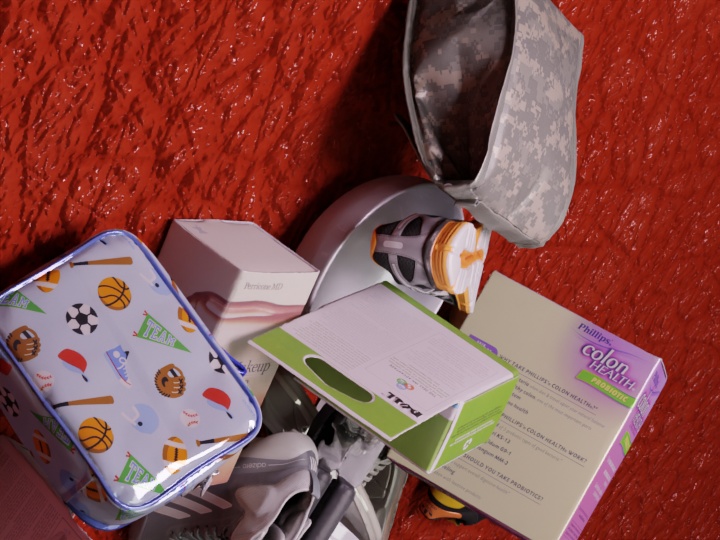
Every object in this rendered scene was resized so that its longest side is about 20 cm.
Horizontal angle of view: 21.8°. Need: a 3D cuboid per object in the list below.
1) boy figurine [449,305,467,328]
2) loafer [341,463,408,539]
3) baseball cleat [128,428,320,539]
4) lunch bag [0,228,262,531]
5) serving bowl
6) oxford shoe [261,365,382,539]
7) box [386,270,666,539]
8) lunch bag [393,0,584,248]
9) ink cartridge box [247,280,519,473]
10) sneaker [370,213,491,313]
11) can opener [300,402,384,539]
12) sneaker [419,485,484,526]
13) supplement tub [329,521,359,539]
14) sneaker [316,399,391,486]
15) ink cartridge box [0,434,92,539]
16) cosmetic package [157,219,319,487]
[{"bbox_3d":[0.105,0.111,1.859,0.124,0.064,0.200,-19,136,-39],"label":"boy figurine"},{"bbox_3d":[0.005,0.254,1.853,0.063,0.072,0.200,-8,122,-59],"label":"loafer"},{"bbox_3d":[-0.117,0.208,1.545,0.200,0.107,0.070,-37,130,26],"label":"baseball cleat"},{"bbox_3d":[-0.170,0.079,1.332,0.160,0.200,0.076,-33,176,-36],"label":"lunch bag"},{"bbox_3d":[0.000,0.000,1.610,0.200,0.066,0.200,-34,143,-31],"label":"serving bowl"},{"bbox_3d":[-0.042,0.170,1.662,0.058,0.075,0.200,-35,117,-6],"label":"oxford shoe"},{"bbox_3d":[0.154,0.134,1.706,0.200,0.176,0.097,-60,162,-6],"label":"box"},{"bbox_3d":[0.105,-0.128,1.525,0.164,0.117,0.201,33,58,-58],"label":"lunch bag"},{"bbox_3d":[0.010,0.094,1.480,0.200,0.148,0.076,-21,139,-54],"label":"ink cartridge box"},{"bbox_3d":[0.062,-0.013,1.557,0.200,0.077,0.078,38,62,-76],"label":"sneaker"},{"bbox_3d":[-0.038,0.185,1.587,0.053,0.067,0.200,36,81,-24],"label":"can opener"},{"bbox_3d":[0.132,0.237,2.020,0.090,0.070,0.200,-48,151,17],"label":"sneaker"},{"bbox_3d":[-0.106,0.283,1.651,0.200,0.145,0.145,-50,148,-9],"label":"supplement tub"},{"bbox_3d":[-0.009,0.168,1.740,0.076,0.080,0.200,-6,125,-53],"label":"sneaker"},{"bbox_3d":[-0.254,0.232,1.353,0.050,0.200,0.161,35,89,-41],"label":"ink cartridge box"},{"bbox_3d":[-0.126,0.067,1.480,0.103,0.087,0.200,-1,119,-52],"label":"cosmetic package"}]
